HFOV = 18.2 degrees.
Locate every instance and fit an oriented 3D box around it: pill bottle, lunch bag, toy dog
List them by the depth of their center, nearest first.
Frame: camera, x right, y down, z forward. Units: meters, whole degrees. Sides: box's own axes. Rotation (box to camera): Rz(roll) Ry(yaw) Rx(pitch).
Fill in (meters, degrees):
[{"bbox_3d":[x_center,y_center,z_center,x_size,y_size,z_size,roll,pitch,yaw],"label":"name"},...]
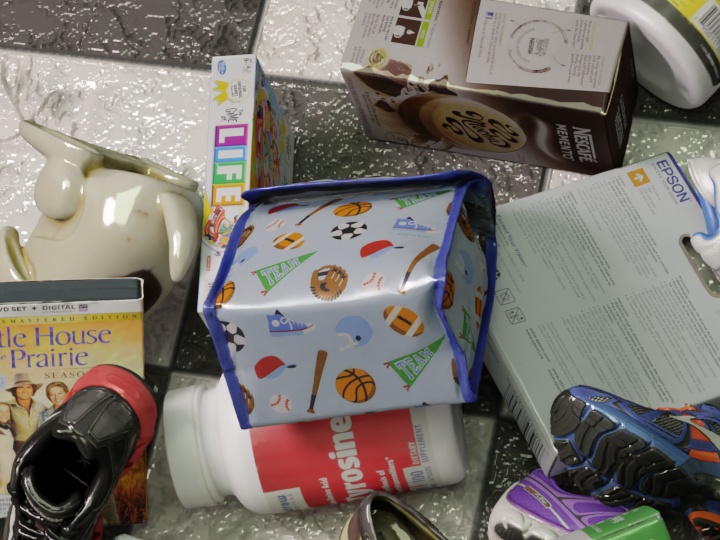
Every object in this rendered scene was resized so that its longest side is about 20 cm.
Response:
[{"bbox_3d":[0.000,0.000,1.513,0.170,0.124,0.200,-5,29,15],"label":"lunch bag"},{"bbox_3d":[-0.032,0.109,1.575,0.200,0.112,0.112,-10,65,7],"label":"pill bottle"},{"bbox_3d":[-0.188,0.018,1.628,0.194,0.139,0.200,27,98,39],"label":"toy dog"},{"bbox_3d":[0.274,-0.226,1.660,0.114,0.114,0.200,40,79,23],"label":"pill bottle"}]

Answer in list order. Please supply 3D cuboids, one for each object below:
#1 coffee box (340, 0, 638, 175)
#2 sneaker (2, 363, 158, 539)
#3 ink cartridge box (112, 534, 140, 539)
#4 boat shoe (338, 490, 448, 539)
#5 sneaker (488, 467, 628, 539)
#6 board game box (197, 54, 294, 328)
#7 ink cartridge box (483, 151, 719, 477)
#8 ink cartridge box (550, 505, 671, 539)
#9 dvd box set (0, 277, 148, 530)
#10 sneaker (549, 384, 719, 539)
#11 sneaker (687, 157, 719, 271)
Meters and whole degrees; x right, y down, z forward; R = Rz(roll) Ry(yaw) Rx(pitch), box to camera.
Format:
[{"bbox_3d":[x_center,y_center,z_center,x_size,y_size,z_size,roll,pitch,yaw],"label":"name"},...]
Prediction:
[{"bbox_3d":[0.098,-0.139,1.658,0.200,0.113,0.080,10,69,16],"label":"coffee box"},{"bbox_3d":[-0.206,0.158,1.521,0.071,0.098,0.201,32,119,7],"label":"sneaker"},{"bbox_3d":[-0.101,0.302,1.517,0.200,0.043,0.197,21,69,-14],"label":"ink cartridge box"},{"bbox_3d":[0.057,0.234,1.521,0.073,0.065,0.200,-37,70,-21],"label":"boat shoe"},{"bbox_3d":[0.186,0.192,1.519,0.200,0.081,0.083,29,58,16],"label":"sneaker"},{"bbox_3d":[-0.081,-0.037,1.637,0.034,0.134,0.200,-3,67,10],"label":"board game box"},{"bbox_3d":[0.176,0.027,1.598,0.200,0.043,0.197,-17,63,-20],"label":"ink cartridge box"},{"bbox_3d":[0.115,0.250,1.408,0.200,0.083,0.147,-20,89,-1],"label":"ink cartridge box"},{"bbox_3d":[-0.220,0.095,1.562,0.146,0.200,0.029,-1,35,-7],"label":"dvd box set"},{"bbox_3d":[0.210,0.122,1.513,0.200,0.075,0.079,27,46,-24],"label":"sneaker"},{"bbox_3d":[0.311,-0.077,1.594,0.146,0.081,0.200,21,77,2],"label":"sneaker"}]
